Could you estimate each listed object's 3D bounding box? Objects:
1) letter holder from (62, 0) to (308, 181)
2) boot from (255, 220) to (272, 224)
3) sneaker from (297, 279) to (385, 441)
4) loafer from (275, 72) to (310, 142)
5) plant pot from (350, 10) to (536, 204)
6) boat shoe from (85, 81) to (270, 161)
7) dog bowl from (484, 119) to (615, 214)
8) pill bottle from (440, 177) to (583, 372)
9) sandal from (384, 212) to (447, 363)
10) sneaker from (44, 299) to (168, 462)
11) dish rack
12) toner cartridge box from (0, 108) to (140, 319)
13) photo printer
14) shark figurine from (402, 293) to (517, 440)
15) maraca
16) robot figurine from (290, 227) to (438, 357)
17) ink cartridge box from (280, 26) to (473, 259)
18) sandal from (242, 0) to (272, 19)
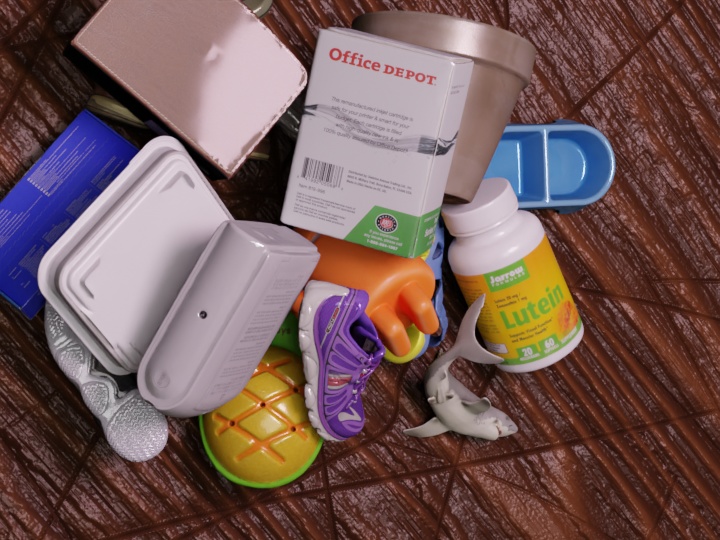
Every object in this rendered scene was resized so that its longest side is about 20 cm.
[{"bbox_3d":[-0.169,-0.206,1.452,0.200,0.101,0.142,40,82,-13],"label":"letter holder"},{"bbox_3d":[-0.180,-0.027,1.499,0.200,0.076,0.168,-33,141,-12],"label":"boot"},{"bbox_3d":[-0.013,0.099,1.491,0.083,0.081,0.200,4,132,12],"label":"sneaker"},{"bbox_3d":[-0.069,-0.181,1.582,0.200,0.070,0.070,36,88,-17],"label":"loafer"},{"bbox_3d":[0.076,-0.165,1.566,0.199,0.200,0.174,10,87,-20],"label":"plant pot"},{"bbox_3d":[-0.183,-0.165,1.539,0.199,0.072,0.068,18,87,-17],"label":"boat shoe"},{"bbox_3d":[0.204,-0.119,1.695,0.199,0.050,0.112,-3,92,-20],"label":"dog bowl"},{"bbox_3d":[0.164,0.003,1.634,0.111,0.111,0.200,-32,112,-17],"label":"pill bottle"},{"bbox_3d":[0.061,0.008,1.642,0.087,0.079,0.201,20,74,-56],"label":"sandal"},{"bbox_3d":[-0.262,0.103,1.498,0.075,0.114,0.201,-27,89,-12],"label":"sneaker"},{"bbox_3d":[-0.197,-0.008,1.409,0.200,0.043,0.172,-50,133,-20],"label":"dish rack"},{"bbox_3d":[-0.307,-0.058,1.491,0.095,0.043,0.200,37,77,13],"label":"toner cartridge box"},{"bbox_3d":[-0.130,0.050,1.413,0.069,0.166,0.200,33,100,14],"label":"photo printer"},{"bbox_3d":[0.101,0.113,1.637,0.128,0.215,0.090,-7,52,8],"label":"shark figurine"},{"bbox_3d":[-0.101,0.131,1.561,0.137,0.107,0.201,5,74,-5],"label":"maraca"},{"bbox_3d":[0.002,-0.001,1.562,0.116,0.200,0.144,-2,131,-49],"label":"robot figurine"},{"bbox_3d":[0.017,-0.130,1.461,0.146,0.083,0.201,17,104,15],"label":"ink cartridge box"},{"bbox_3d":[-0.183,-0.269,1.530,0.201,0.057,0.080,-31,67,-22],"label":"sandal"}]
